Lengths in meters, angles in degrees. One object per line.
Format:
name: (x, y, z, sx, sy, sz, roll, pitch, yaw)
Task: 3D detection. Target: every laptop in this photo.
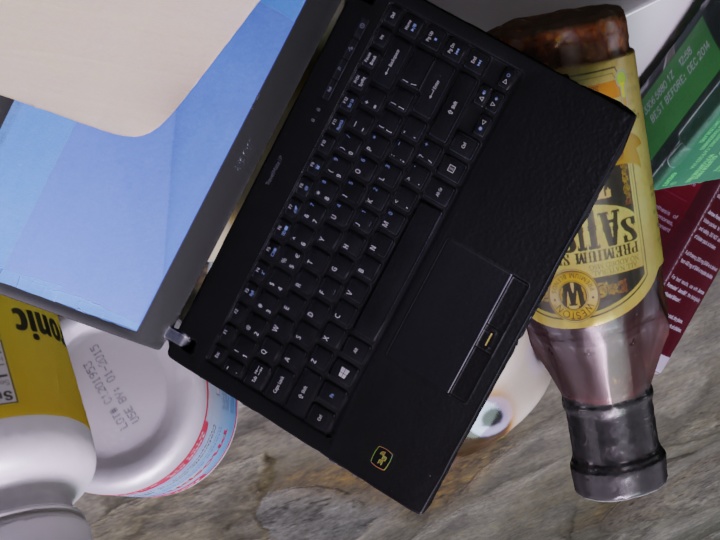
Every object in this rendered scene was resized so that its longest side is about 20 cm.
laptop: (-0.030, -0.031, 0.671, 0.178, 0.199, 0.103, -62, 164, 8)

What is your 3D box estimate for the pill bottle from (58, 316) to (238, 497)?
pill bottle: (-0.130, 0.079, 1.056, 0.108, 0.110, 0.200, -21, 171, 1)

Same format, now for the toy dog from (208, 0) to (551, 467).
toy dog: (0.000, 0.000, 0.812, 0.139, 0.200, 0.194, -39, 163, -25)

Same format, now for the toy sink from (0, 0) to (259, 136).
toy sink: (-0.126, -0.149, 0.564, 0.199, 0.113, 0.130, 18, 138, -27)

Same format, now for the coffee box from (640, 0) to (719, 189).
coffee box: (0.226, -0.097, 0.805, 0.198, 0.044, 0.123, -11, 155, -25)

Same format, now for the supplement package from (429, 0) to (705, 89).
supplement package: (0.122, -0.143, 0.820, 0.199, 0.118, 0.117, -26, 156, 8)

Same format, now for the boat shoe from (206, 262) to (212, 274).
boat shoe: (-0.047, -0.035, 0.983, 0.075, 0.065, 0.202, -53, 177, -32)

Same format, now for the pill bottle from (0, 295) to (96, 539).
pill bottle: (-0.196, 0.070, 0.902, 0.110, 0.201, 0.112, -17, 156, -8)

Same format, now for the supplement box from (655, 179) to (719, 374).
supplement box: (0.150, -0.063, 0.913, 0.061, 0.108, 0.201, 19, 102, -58)

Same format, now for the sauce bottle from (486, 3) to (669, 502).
sauce bottle: (0.095, -0.005, 0.740, 0.065, 0.202, 0.066, -12, -169, 2)

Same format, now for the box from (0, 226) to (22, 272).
box: (-0.242, -0.018, 0.747, 0.158, 0.046, 0.200, 24, 150, -22)
